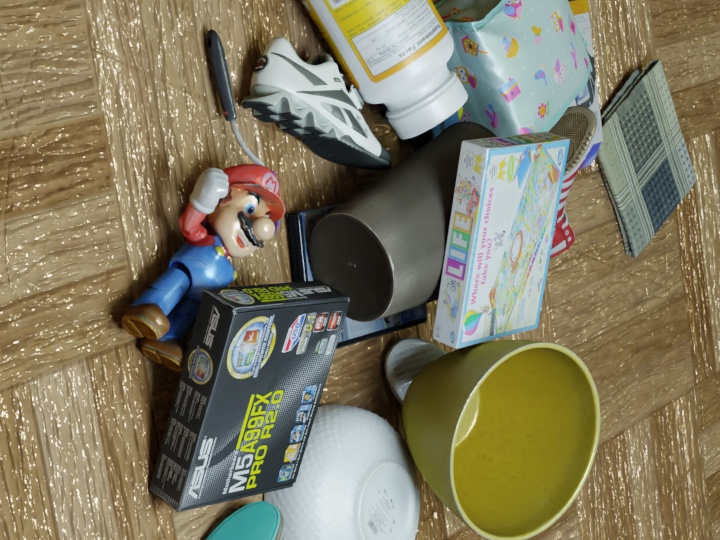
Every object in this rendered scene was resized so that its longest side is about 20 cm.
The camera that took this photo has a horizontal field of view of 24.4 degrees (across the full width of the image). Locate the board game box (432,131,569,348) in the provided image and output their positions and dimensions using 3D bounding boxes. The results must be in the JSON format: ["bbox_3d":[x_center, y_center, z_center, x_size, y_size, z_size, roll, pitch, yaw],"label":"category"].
[{"bbox_3d":[0.140,-0.032,1.647,0.134,0.034,0.202,-10,115,-47],"label":"board game box"}]

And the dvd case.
[{"bbox_3d":[0.000,0.000,1.719,0.199,0.017,0.144,-14,101,-51],"label":"dvd case"}]

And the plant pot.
[{"bbox_3d":[0.123,0.155,1.681,0.198,0.141,0.202,-11,108,-35],"label":"plant pot"}]

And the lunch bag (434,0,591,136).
[{"bbox_3d":[0.172,-0.251,1.853,0.200,0.121,0.171,-45,120,-34],"label":"lunch bag"}]

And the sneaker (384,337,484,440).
[{"bbox_3d":[0.098,0.144,1.800,0.200,0.079,0.079,41,86,-15],"label":"sneaker"}]

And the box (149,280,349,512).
[{"bbox_3d":[-0.100,0.112,1.517,0.159,0.044,0.202,-4,116,-52],"label":"box"}]

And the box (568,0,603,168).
[{"bbox_3d":[0.240,-0.220,2.002,0.119,0.041,0.202,-20,107,-49],"label":"box"}]

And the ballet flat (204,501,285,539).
[{"bbox_3d":[-0.135,0.299,1.529,0.200,0.067,0.064,-53,155,-36],"label":"ballet flat"}]

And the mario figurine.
[{"bbox_3d":[-0.125,-0.010,1.490,0.105,0.124,0.201,29,67,1],"label":"mario figurine"}]

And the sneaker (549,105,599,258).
[{"bbox_3d":[0.222,-0.093,1.907,0.112,0.071,0.201,15,114,-53],"label":"sneaker"}]

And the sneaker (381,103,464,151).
[{"bbox_3d":[0.045,-0.208,1.739,0.079,0.065,0.201,-54,129,-35],"label":"sneaker"}]

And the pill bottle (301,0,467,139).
[{"bbox_3d":[0.024,-0.237,1.648,0.111,0.110,0.201,-45,110,-41],"label":"pill bottle"}]

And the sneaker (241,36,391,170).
[{"bbox_3d":[-0.028,-0.164,1.642,0.199,0.074,0.089,31,68,-47],"label":"sneaker"}]

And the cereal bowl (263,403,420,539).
[{"bbox_3d":[-0.003,0.236,1.663,0.199,0.083,0.203,1,89,-52],"label":"cereal bowl"}]

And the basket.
[{"bbox_3d":[0.054,-0.037,1.671,0.199,0.135,0.182,-27,128,-44],"label":"basket"}]

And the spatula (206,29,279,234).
[{"bbox_3d":[-0.112,-0.129,1.567,0.020,0.056,0.202,-24,102,-27],"label":"spatula"}]

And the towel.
[{"bbox_3d":[0.365,-0.148,2.166,0.193,0.034,0.201,-46,126,-37],"label":"towel"}]
